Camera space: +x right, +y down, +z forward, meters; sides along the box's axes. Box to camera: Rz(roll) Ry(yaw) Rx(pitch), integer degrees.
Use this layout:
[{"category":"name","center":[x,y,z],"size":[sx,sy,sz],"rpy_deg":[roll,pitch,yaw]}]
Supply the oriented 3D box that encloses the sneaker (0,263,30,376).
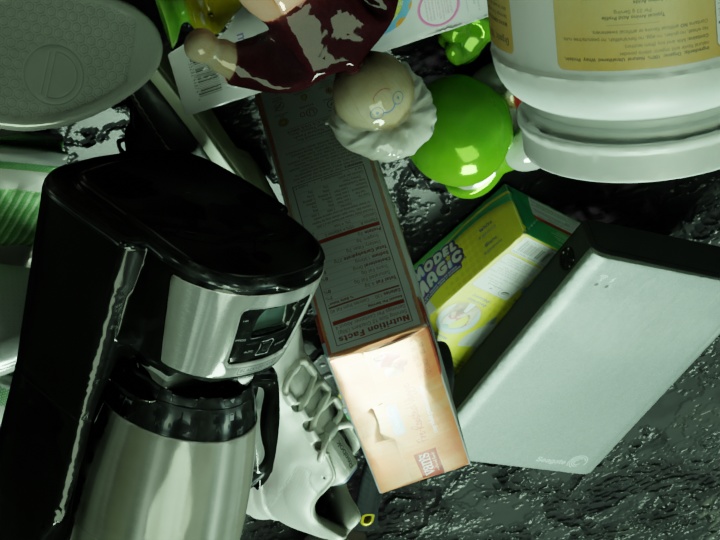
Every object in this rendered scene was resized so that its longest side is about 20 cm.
[{"category":"sneaker","center":[-0.253,0.012,1.061],"size":[0.198,0.071,0.081],"rpy_deg":[2,137,-17]}]

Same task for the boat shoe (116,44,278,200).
[{"category":"boat shoe","center":[-0.099,-0.056,1.063],"size":[0.066,0.075,0.200],"rpy_deg":[-29,146,5]}]

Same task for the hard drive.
[{"category":"hard drive","center":[0.143,0.054,1.241],"size":[0.139,0.033,0.200],"rpy_deg":[9,135,-31]}]

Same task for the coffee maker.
[{"category":"coffee maker","center":[-0.125,0.046,0.985],"size":[0.191,0.135,0.202],"rpy_deg":[20,113,11]}]

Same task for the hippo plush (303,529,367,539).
[{"category":"hippo plush","center":[0.026,0.290,1.442],"size":[0.160,0.202,0.159],"rpy_deg":[14,155,-43]}]

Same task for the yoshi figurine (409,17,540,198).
[{"category":"yoshi figurine","center":[0.097,-0.105,1.054],"size":[0.111,0.113,0.200],"rpy_deg":[27,128,-27]}]

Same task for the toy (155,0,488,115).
[{"category":"toy","center":[-0.012,-0.164,0.978],"size":[0.198,0.047,0.116],"rpy_deg":[-22,129,-10]}]

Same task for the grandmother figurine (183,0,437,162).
[{"category":"grandmother figurine","center":[-0.029,-0.131,0.926],"size":[0.121,0.061,0.200],"rpy_deg":[-32,119,9]}]

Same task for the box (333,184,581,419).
[{"category":"box","center":[0.068,0.039,1.257],"size":[0.117,0.049,0.200],"rpy_deg":[24,124,-39]}]

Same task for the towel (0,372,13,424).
[{"category":"towel","center":[-0.262,0.131,1.134],"size":[0.148,0.031,0.201],"rpy_deg":[22,108,4]}]

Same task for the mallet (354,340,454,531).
[{"category":"mallet","center":[0.024,0.110,1.264],"size":[0.065,0.041,0.201],"rpy_deg":[-7,144,-6]}]

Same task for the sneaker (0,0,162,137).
[{"category":"sneaker","center":[-0.200,-0.093,0.981],"size":[0.198,0.071,0.099],"rpy_deg":[-16,-178,-10]}]

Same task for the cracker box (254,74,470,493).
[{"category":"cracker box","center":[0.000,0.000,1.063],"size":[0.057,0.201,0.134],"rpy_deg":[-17,142,2]}]

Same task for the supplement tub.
[{"category":"supplement tub","center":[0.127,-0.156,0.914],"size":[0.143,0.145,0.202],"rpy_deg":[-10,113,-7]}]

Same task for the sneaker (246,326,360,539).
[{"category":"sneaker","center":[-0.039,0.086,1.214],"size":[0.074,0.087,0.201],"rpy_deg":[-44,140,-32]}]

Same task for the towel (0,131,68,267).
[{"category":"towel","center":[-0.256,-0.010,1.106],"size":[0.151,0.024,0.201],"rpy_deg":[4,139,-22]}]
